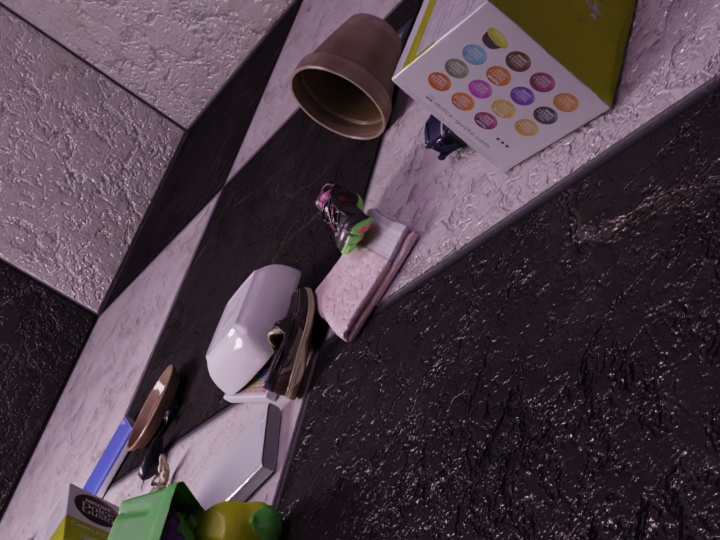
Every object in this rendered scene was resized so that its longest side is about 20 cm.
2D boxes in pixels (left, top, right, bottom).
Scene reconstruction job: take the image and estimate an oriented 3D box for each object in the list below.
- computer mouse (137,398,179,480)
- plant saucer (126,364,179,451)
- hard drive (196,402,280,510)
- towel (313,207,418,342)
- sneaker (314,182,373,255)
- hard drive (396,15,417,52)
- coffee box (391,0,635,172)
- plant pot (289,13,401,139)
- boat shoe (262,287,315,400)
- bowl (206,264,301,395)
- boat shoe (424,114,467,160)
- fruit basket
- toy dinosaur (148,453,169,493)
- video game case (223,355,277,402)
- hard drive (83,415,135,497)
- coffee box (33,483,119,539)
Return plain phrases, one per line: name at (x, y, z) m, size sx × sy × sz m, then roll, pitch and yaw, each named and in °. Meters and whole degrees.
computer mouse at (-0.393, 0.335, 1.871) m, size 0.202 × 0.034 × 0.059 m, roll -73°, pitch 6°, yaw -46°
plant saucer at (-0.439, 0.296, 2.003) m, size 0.201 × 0.029 × 0.201 m, roll -53°, pitch 17°, yaw 24°
hard drive at (-0.191, 0.311, 1.434) m, size 0.200 × 0.026 × 0.133 m, roll -48°, pitch 22°, yaw 27°
towel at (0.000, 0.000, 1.430) m, size 0.193 × 0.032 × 0.200 m, roll -58°, pitch 19°, yaw 2°
sneaker at (-0.034, -0.086, 1.474) m, size 0.077 × 0.083 × 0.200 m, roll -53°, pitch 19°, yaw 10°
hard drive at (0.047, -0.416, 1.916) m, size 0.199 × 0.033 × 0.141 m, roll -29°, pitch 35°, yaw 53°
coffee box at (0.192, -0.288, 1.155) m, size 0.197 × 0.198 × 0.202 m, roll -28°, pitch 34°, yaw 53°
plant pot at (-0.010, -0.375, 1.753) m, size 0.199 × 0.199 × 0.175 m, roll -18°, pitch 42°, yaw 60°
boat shoe at (-0.111, 0.103, 1.454) m, size 0.074 × 0.064 × 0.202 m, roll 119°, pitch 162°, yaw -44°
bowl at (-0.190, 0.091, 1.591) m, size 0.200 × 0.074 × 0.202 m, roll -45°, pitch 21°, yaw 48°
boat shoe at (0.141, -0.255, 1.403) m, size 0.092 × 0.074 × 0.202 m, roll -30°, pitch 34°, yaw 38°
fruit basket at (-0.200, 0.368, 1.202) m, size 0.215 × 0.214 × 0.157 m, roll -38°, pitch 27°, yaw 41°
toy dinosaur at (-0.375, 0.424, 1.670) m, size 0.202 × 0.047 × 0.088 m, roll -68°, pitch 8°, yaw -24°
video game case at (-0.154, 0.138, 1.600) m, size 0.199 × 0.024 × 0.184 m, roll -15°, pitch 47°, yaw 61°
hard drive at (-0.569, 0.436, 2.130) m, size 0.202 × 0.025 × 0.132 m, roll -61°, pitch 20°, yaw -7°
coffee box at (-0.406, 0.484, 1.410) m, size 0.202 × 0.198 × 0.198 m, roll -56°, pitch 20°, yaw 5°
